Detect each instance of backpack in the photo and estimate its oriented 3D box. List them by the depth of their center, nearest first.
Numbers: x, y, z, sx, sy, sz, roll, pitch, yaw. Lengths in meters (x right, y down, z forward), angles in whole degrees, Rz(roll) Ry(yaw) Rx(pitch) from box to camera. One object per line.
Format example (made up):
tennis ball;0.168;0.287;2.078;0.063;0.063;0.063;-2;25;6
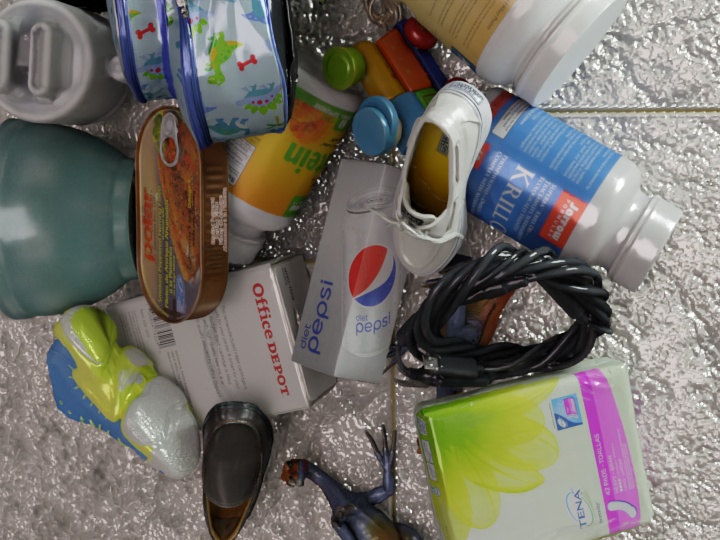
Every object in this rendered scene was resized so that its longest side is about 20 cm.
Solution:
backpack;-0.130;-0.204;0.883;0.145;0.183;0.202;-13;87;-5

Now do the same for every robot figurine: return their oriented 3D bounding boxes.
robot figurine;-0.289;-0.199;1.036;0.168;0.200;0.114;10;98;7

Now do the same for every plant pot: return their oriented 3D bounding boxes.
plant pot;-0.281;-0.051;1.075;0.133;0.200;0.203;1;99;3

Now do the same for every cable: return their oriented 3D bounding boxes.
cable;0.134;0.038;0.928;0.198;0.051;0.164;3;134;-20

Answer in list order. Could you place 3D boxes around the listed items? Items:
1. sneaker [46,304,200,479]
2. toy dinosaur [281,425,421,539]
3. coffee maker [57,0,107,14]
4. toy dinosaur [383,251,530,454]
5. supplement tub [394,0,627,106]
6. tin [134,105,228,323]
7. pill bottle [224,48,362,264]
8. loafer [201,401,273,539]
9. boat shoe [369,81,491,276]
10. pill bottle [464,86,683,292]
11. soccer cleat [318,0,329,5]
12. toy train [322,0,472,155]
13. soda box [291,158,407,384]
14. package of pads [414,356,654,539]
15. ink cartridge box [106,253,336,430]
sneaker;-0.241;0.132;1.067;0.105;0.076;0.201;-40;84;41
toy dinosaur;-0.005;0.264;1.068;0.180;0.105;0.202;23;118;35
coffee maker;-0.240;-0.363;1.043;0.190;0.135;0.202;-3;97;10
toy dinosaur;0.094;0.086;1.013;0.198;0.105;0.183;-8;114;10
supplement tub;0.115;-0.253;0.919;0.200;0.145;0.145;43;109;9
tin;-0.168;-0.052;1.002;0.111;0.042;0.202;10;103;42
pill bottle;-0.092;-0.110;1.032;0.111;0.111;0.201;36;108;11
loafer;-0.124;0.202;1.061;0.072;0.073;0.201;3;139;-3
boat shoe;0.053;-0.056;0.899;0.074;0.086;0.203;33;139;15
pill bottle;0.176;-0.068;0.943;0.199;0.112;0.113;31;107;13
soccer cleat;-0.010;-0.320;0.939;0.067;0.081;0.201;19;59;17
toy train;0.009;-0.193;0.972;0.085;0.115;0.201;-43;73;43
soda box;0.000;0.000;1.007;0.068;0.063;0.202;14;90;47
package of pads;0.157;0.178;0.974;0.198;0.068;0.156;-12;94;-7
ink cartridge box;-0.140;0.078;1.092;0.198;0.083;0.148;-13;94;21
